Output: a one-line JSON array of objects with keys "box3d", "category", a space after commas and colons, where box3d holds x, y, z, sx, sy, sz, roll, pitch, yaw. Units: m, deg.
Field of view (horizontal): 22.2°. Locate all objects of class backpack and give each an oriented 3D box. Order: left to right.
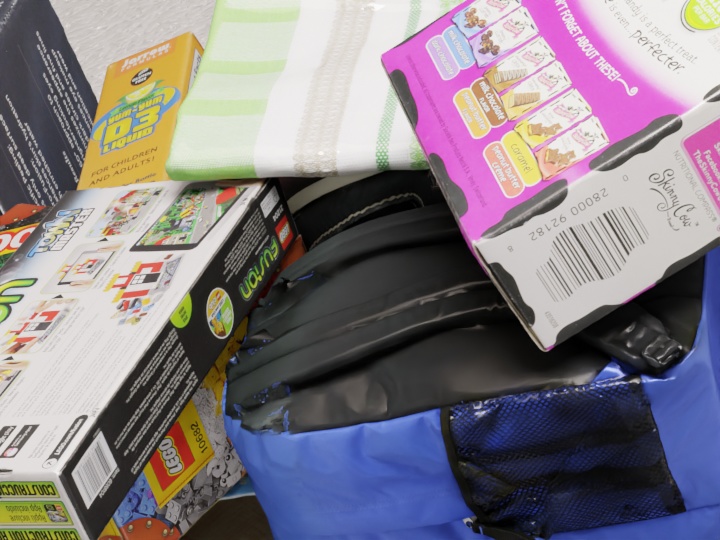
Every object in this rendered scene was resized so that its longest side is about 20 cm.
[{"box3d": [0.053, 0.064, 0.726, 0.199, 0.169, 0.163, -10, 25, 17], "category": "backpack"}]

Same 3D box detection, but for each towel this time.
[{"box3d": [0.023, -0.095, 0.792, 0.199, 0.031, 0.150, -3, 38, 12], "category": "towel"}]

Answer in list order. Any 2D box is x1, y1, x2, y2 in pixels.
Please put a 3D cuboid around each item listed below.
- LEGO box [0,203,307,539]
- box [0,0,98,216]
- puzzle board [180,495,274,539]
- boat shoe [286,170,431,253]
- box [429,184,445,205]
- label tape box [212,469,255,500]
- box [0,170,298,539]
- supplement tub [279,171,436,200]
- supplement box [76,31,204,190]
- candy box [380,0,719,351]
[{"box3d": [-0.130, 0.045, 0.831, 0.199, 0.078, 0.149, 7, 37, 41], "category": "LEGO box"}, {"box3d": [-0.223, -0.039, 1.092, 0.117, 0.197, 0.200, -16, 28, 14], "category": "box"}, {"box3d": [-0.060, 0.129, 0.868, 0.200, 0.017, 0.150, -37, 29, -27], "category": "puzzle board"}, {"box3d": [-0.002, 0.001, 0.856, 0.074, 0.066, 0.199, -16, -11, -19], "category": "boat shoe"}, {"box3d": [0.145, -0.033, 0.905, 0.199, 0.049, 0.161, -4, 4, 32], "category": "box"}, {"box3d": [-0.126, 0.107, 0.872, 0.199, 0.066, 0.144, -13, 28, 10], "category": "label tape box"}, {"box3d": [-0.111, 0.030, 0.725, 0.109, 0.035, 0.200, -4, 32, 27], "category": "box"}, {"box3d": [-0.007, -0.070, 1.087, 0.106, 0.107, 0.200, -17, 27, 11], "category": "supplement tub"}, {"box3d": [-0.116, -0.047, 1.029, 0.066, 0.069, 0.201, -20, 35, 17], "category": "supplement box"}, {"box3d": [0.117, -0.078, 0.650, 0.199, 0.061, 0.137, -32, 36, 8], "category": "candy box"}]
